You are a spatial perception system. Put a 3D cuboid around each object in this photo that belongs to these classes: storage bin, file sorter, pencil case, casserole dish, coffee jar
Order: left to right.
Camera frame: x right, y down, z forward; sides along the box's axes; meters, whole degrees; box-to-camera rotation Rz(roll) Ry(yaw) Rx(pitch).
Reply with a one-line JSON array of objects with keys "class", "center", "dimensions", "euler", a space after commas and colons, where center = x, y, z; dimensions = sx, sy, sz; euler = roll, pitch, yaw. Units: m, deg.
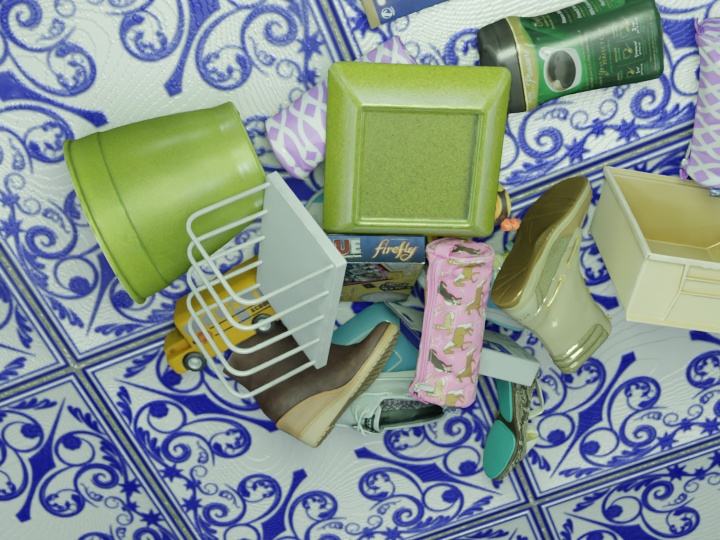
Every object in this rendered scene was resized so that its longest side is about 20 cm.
[{"class": "file sorter", "center": [-0.113, 0.025, 1.183], "dimensions": [0.124, 0.139, 0.201], "euler": [-25, 151, -25]}, {"class": "pencil case", "center": [-0.014, -0.179, 1.224], "dimensions": [0.199, 0.084, 0.085], "euler": [-31, 138, 14]}, {"class": "casserole dish", "center": [0.008, 0.124, 1.445], "dimensions": [0.199, 0.039, 0.121], "euler": [-36, 117, 18]}, {"class": "pencil case", "center": [0.105, 0.060, 1.257], "dimensions": [0.082, 0.087, 0.202], "euler": [9, 109, 6]}, {"class": "coffee jar", "center": [0.232, -0.245, 1.208], "dimensions": [0.198, 0.086, 0.105], "euler": [-13, 125, 3]}, {"class": "storage bin", "center": [0.392, -0.023, 1.287], "dimensions": [0.196, 0.201, 0.095], "euler": [7, 122, -8]}, {"class": "pencil case", "center": [0.422, -0.193, 1.260], "dimensions": [0.084, 0.084, 0.202], "euler": [8, 122, 18]}]

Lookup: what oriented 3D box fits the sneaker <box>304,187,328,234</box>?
[{"class": "sneaker", "center": [-0.003, -0.071, 1.301], "dimensions": [0.199, 0.081, 0.076], "euler": [-38, 118, 19]}]

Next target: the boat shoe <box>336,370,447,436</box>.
[{"class": "boat shoe", "center": [0.019, 0.177, 1.413], "dimensions": [0.198, 0.072, 0.071], "euler": [-7, 122, 1]}]

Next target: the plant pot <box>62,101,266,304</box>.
[{"class": "plant pot", "center": [-0.203, -0.093, 1.223], "dimensions": [0.191, 0.201, 0.202], "euler": [-24, 121, -3]}]

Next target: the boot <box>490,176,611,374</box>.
[{"class": "boot", "center": [0.251, 0.005, 1.294], "dimensions": [0.155, 0.201, 0.072], "euler": [44, 152, -27]}]

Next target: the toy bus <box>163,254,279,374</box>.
[{"class": "toy bus", "center": [-0.166, 0.051, 1.372], "dimensions": [0.199, 0.065, 0.079], "euler": [-28, 119, 13]}]

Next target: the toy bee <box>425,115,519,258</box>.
[{"class": "toy bee", "center": [0.129, -0.071, 1.281], "dimensions": [0.130, 0.109, 0.201], "euler": [-22, 154, -35]}]

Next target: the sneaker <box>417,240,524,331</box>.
[{"class": "sneaker", "center": [0.167, -0.006, 1.341], "dimensions": [0.199, 0.080, 0.131], "euler": [16, 119, -41]}]

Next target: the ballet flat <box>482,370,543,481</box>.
[{"class": "ballet flat", "center": [0.219, 0.206, 1.500], "dimensions": [0.074, 0.068, 0.202], "euler": [-10, 122, -22]}]

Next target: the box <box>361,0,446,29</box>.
[{"class": "box", "center": [0.084, -0.353, 1.165], "dimensions": [0.198, 0.033, 0.122], "euler": [-19, 120, 6]}]

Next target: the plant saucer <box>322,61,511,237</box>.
[{"class": "plant saucer", "center": [0.060, -0.120, 1.175], "dimensions": [0.197, 0.048, 0.202], "euler": [1, 117, -4]}]

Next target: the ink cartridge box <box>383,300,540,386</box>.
[{"class": "ink cartridge box", "center": [0.123, 0.093, 1.378], "dimensions": [0.198, 0.099, 0.040], "euler": [17, 103, -24]}]

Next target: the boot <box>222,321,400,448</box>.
[{"class": "boot", "center": [-0.064, 0.105, 1.383], "dimensions": [0.166, 0.072, 0.201], "euler": [40, 92, 14]}]

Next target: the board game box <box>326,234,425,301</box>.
[{"class": "board game box", "center": [0.000, 0.000, 1.295], "dimensions": [0.134, 0.035, 0.200], "euler": [0, 166, -4]}]
